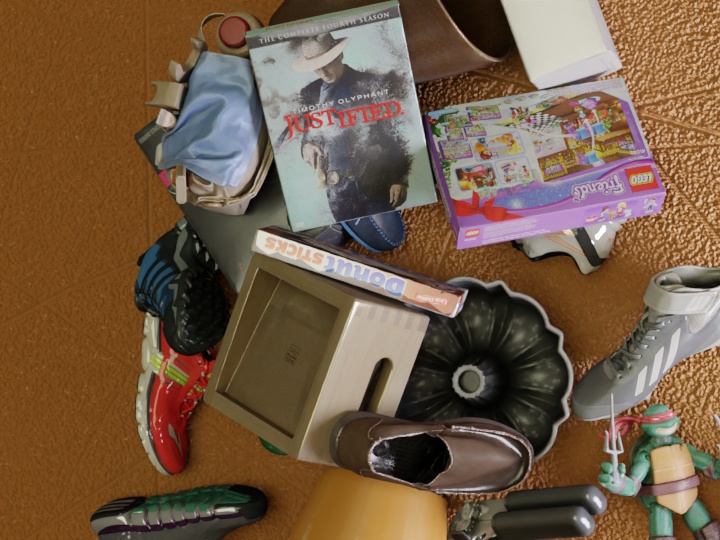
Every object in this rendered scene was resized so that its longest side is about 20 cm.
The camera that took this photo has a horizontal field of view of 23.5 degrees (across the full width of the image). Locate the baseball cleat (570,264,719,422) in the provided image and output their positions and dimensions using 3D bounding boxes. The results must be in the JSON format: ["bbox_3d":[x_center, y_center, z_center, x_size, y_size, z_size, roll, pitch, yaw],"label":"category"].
[{"bbox_3d":[0.269,0.059,1.617,0.200,0.106,0.070,-34,35,5],"label":"baseball cleat"}]

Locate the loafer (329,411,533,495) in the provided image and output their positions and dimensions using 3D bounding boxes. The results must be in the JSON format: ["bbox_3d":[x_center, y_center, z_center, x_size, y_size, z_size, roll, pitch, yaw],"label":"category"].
[{"bbox_3d":[0.072,0.175,1.565,0.200,0.071,0.073,5,100,-22],"label":"loafer"}]

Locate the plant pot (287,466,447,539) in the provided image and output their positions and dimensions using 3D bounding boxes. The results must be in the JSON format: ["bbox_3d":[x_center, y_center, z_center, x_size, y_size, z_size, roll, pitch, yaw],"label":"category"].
[{"bbox_3d":[0.000,0.293,1.653,0.200,0.200,0.183,11,75,17],"label":"plant pot"}]

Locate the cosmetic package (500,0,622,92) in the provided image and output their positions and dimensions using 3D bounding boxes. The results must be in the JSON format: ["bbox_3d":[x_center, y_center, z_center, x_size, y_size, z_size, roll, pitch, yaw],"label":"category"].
[{"bbox_3d":[0.174,-0.277,1.656,0.085,0.108,0.200,-22,83,13],"label":"cosmetic package"}]

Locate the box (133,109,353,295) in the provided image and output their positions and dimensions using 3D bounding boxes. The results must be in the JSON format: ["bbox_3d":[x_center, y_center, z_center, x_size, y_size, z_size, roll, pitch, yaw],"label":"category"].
[{"bbox_3d":[-0.113,-0.086,1.735,0.122,0.106,0.200,-38,79,12],"label":"box"}]

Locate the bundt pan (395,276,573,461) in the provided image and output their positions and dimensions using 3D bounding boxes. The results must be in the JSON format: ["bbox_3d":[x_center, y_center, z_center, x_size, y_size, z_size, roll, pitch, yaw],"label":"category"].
[{"bbox_3d":[0.113,0.106,1.674,0.202,0.076,0.202,-1,88,17],"label":"bundt pan"}]

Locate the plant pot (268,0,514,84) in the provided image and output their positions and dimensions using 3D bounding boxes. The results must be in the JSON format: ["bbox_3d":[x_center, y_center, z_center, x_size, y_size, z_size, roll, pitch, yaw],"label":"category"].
[{"bbox_3d":[0.017,-0.249,1.680,0.200,0.187,0.187,-24,81,28],"label":"plant pot"}]

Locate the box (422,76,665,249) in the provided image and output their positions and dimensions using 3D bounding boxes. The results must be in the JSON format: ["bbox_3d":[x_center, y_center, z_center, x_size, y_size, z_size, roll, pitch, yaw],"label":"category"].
[{"bbox_3d":[0.170,-0.102,1.623,0.200,0.039,0.137,-10,60,-8],"label":"box"}]

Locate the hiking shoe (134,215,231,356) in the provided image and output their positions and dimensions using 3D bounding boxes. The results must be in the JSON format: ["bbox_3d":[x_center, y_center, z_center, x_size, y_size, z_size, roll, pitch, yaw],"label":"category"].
[{"bbox_3d":[-0.180,0.029,1.698,0.087,0.200,0.074,-34,118,16],"label":"hiking shoe"}]

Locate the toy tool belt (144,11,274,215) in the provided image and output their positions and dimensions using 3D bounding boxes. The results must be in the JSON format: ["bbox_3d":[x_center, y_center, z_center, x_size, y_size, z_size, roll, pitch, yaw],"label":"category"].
[{"bbox_3d":[-0.136,-0.155,1.626,0.125,0.123,0.200,9,87,13],"label":"toy tool belt"}]

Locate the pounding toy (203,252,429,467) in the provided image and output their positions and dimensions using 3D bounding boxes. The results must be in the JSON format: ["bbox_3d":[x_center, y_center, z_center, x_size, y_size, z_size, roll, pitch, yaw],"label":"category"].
[{"bbox_3d":[-0.045,0.104,1.648,0.184,0.142,0.200,26,98,47],"label":"pounding toy"}]

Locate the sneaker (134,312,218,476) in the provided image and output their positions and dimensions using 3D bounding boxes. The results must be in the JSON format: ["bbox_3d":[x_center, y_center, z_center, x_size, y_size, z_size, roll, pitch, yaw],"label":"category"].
[{"bbox_3d":[-0.180,0.111,1.765,0.085,0.077,0.200,2,89,12],"label":"sneaker"}]

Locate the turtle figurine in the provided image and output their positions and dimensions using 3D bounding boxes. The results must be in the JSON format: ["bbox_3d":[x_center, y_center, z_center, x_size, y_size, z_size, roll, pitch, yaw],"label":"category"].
[{"bbox_3d":[0.294,0.198,1.604,0.150,0.101,0.200,-13,93,-1],"label":"turtle figurine"}]

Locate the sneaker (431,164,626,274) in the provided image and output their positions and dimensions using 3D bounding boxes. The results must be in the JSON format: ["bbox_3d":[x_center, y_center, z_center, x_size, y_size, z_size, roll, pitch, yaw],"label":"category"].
[{"bbox_3d":[0.153,-0.055,1.672,0.200,0.074,0.080,20,96,17],"label":"sneaker"}]

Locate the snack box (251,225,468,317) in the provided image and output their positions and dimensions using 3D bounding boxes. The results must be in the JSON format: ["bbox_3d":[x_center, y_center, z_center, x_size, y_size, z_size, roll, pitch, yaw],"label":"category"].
[{"bbox_3d":[0.000,0.000,1.620,0.200,0.072,0.024,18,96,7],"label":"snack box"}]

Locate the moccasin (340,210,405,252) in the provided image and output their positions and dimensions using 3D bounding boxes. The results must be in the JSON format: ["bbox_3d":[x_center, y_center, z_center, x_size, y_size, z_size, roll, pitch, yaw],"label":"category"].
[{"bbox_3d":[-0.004,-0.101,1.676,0.068,0.080,0.200,-16,123,28],"label":"moccasin"}]

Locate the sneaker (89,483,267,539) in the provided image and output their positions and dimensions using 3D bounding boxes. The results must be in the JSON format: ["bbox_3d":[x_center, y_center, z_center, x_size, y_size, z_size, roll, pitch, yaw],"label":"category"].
[{"bbox_3d":[-0.177,0.272,1.768,0.200,0.074,0.088,-9,99,25],"label":"sneaker"}]

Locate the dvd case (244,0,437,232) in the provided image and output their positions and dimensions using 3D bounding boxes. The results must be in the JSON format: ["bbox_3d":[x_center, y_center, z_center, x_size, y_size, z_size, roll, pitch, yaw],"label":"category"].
[{"bbox_3d":[-0.016,-0.141,1.606,0.146,0.022,0.200,-11,114,1],"label":"dvd case"}]

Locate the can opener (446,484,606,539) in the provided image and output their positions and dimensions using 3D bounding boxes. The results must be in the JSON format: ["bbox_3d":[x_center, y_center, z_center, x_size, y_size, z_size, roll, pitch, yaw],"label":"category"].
[{"bbox_3d":[0.156,0.238,1.632,0.066,0.053,0.200,46,145,-17],"label":"can opener"}]
